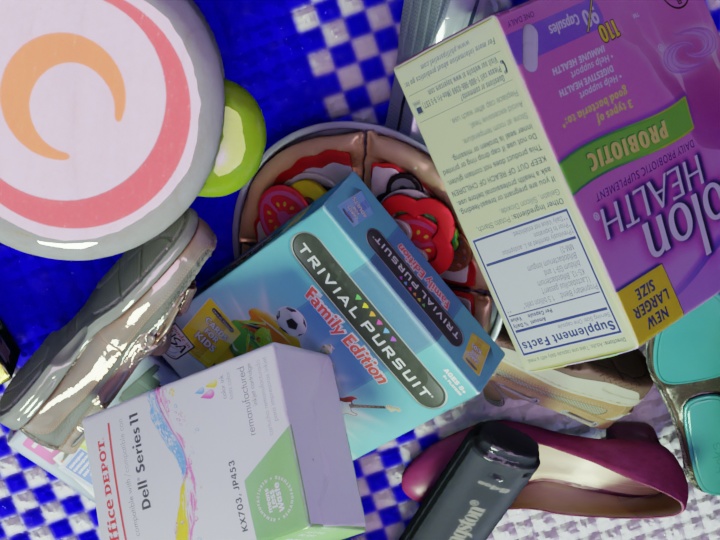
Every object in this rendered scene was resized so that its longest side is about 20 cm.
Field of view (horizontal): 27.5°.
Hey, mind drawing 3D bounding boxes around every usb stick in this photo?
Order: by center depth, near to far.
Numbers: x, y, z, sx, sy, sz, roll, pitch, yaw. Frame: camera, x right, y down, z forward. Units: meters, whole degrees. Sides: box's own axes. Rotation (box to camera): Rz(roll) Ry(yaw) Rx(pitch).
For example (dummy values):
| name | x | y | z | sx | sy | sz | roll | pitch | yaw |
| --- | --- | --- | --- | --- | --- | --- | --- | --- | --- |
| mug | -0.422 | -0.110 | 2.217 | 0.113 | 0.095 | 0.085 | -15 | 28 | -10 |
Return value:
| name | x | y | z | sx | sy | sz | roll | pitch | yaw |
| --- | --- | --- | --- | --- | --- | --- | --- | --- | --- |
| usb stick | 0.068 | 0.177 | 1.048 | 0.055 | 0.033 | 0.201 | 24 | 133 | -2 |

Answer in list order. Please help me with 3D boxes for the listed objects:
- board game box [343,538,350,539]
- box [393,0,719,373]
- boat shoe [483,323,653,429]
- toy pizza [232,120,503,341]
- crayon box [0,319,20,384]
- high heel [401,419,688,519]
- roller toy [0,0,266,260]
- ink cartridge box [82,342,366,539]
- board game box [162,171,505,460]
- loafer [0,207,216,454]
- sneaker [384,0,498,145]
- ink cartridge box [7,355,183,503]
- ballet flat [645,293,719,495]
| name | x | y | z | sx | sy | sz | roll | pitch | yaw |
| --- | --- | --- | --- | --- | --- | --- | --- | --- | --- |
| board game box | -0.062 | 0.234 | 1.056 | 0.134 | 0.035 | 0.201 | -18 | 134 | 8 |
| box | 0.145 | -0.070 | 0.879 | 0.175 | 0.096 | 0.201 | -27 | 95 | -37 |
| boat shoe | 0.104 | 0.064 | 1.031 | 0.199 | 0.072 | 0.076 | 25 | 124 | -10 |
| toy pizza | 0.000 | 0.000 | 0.968 | 0.199 | 0.032 | 0.202 | 11 | 118 | 21 |
| crayon box | -0.350 | 0.057 | 0.997 | 0.199 | 0.051 | 0.127 | -26 | 111 | 5 |
| high heel | 0.130 | 0.151 | 1.049 | 0.198 | 0.096 | 0.068 | -12 | 113 | 0 |
| roller toy | -0.173 | -0.108 | 0.899 | 0.182 | 0.140 | 0.201 | -33 | 102 | 2 |
| ink cartridge box | -0.104 | 0.133 | 0.927 | 0.199 | 0.067 | 0.118 | -23 | 70 | 28 |
| board game box | -0.029 | 0.048 | 0.958 | 0.151 | 0.047 | 0.200 | 50 | 132 | -8 |
| loafer | -0.156 | 0.042 | 0.967 | 0.063 | 0.072 | 0.200 | 39 | 109 | -23 |
| sneaker | 0.065 | -0.142 | 0.951 | 0.070 | 0.073 | 0.201 | 2 | 118 | -23 |
| ink cartridge box | -0.135 | 0.130 | 1.051 | 0.200 | 0.042 | 0.119 | 37 | 105 | -19 |
| ballet flat | 0.237 | 0.068 | 1.035 | 0.067 | 0.076 | 0.201 | -12 | 124 | 11 |
